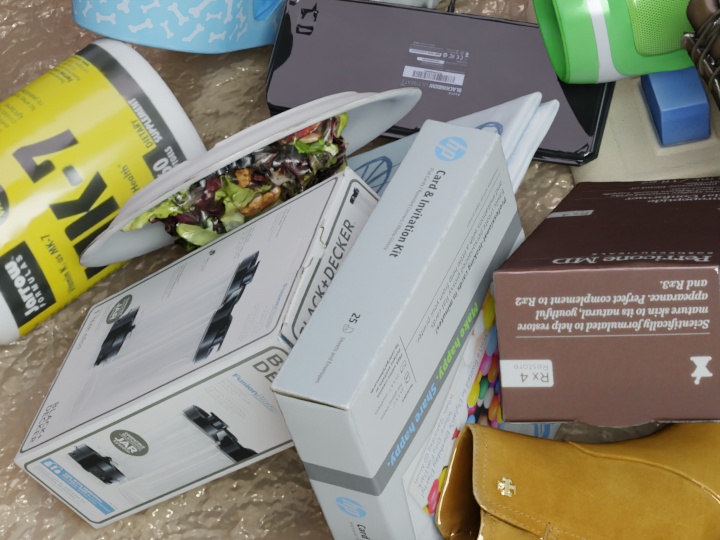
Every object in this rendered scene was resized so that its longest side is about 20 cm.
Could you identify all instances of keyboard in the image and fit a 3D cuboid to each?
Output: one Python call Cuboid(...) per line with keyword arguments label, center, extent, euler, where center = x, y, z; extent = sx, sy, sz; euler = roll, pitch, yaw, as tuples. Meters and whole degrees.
Cuboid(label="keyboard", center=(0.049, -0.130, 1.124), extent=(0.199, 0.021, 0.128), euler=(11, 78, 16))

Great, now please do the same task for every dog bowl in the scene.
Cuboid(label="dog bowl", center=(-0.102, -0.164, 1.177), extent=(0.111, 0.050, 0.200), euler=(15, 14, 14))

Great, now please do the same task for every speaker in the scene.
Cuboid(label="speaker", center=(0.193, -0.160, 1.053), extent=(0.199, 0.089, 0.089), euler=(-16, 46, -2))

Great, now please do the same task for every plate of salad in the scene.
Cuboid(label="plate of salad", center=(-0.053, -0.039, 1.042), extent=(0.199, 0.200, 0.048), euler=(-26, 86, -6))

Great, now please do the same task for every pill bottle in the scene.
Cuboid(label="pill bottle", center=(-0.190, -0.031, 1.111), extent=(0.200, 0.115, 0.114), euler=(-37, 49, -15))

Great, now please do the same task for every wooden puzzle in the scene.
Cuboid(label="wooden puzzle", center=(0.202, -0.130, 1.125), extent=(0.199, 0.046, 0.186), euler=(-15, 47, 4))

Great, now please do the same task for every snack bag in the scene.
Cuboid(label="snack bag", center=(0.000, 0.000, 1.030), extent=(0.188, 0.021, 0.200), euler=(-15, 37, 50))

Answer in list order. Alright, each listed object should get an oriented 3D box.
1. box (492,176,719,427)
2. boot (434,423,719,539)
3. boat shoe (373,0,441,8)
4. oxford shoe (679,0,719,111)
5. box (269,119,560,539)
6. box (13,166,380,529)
Cuboid(label="box", center=(0.130, 0.009, 0.921), extent=(0.100, 0.075, 0.200), euler=(-2, 15, 17))
Cuboid(label="boot", center=(0.110, 0.092, 0.892), extent=(0.143, 0.071, 0.202), euler=(26, 57, -14))
Cuboid(label="boat shoe", center=(0.030, -0.193, 1.216), extent=(0.065, 0.074, 0.201), euler=(-2, 50, 21))
Cuboid(label="oxford shoe", center=(0.184, -0.090, 0.935), extent=(0.084, 0.073, 0.201), euler=(28, 36, -17))
Cuboid(label="box", center=(0.034, 0.058, 0.901), extent=(0.041, 0.201, 0.156), euler=(13, 54, 25))
Cuboid(label="box", center=(-0.070, 0.041, 0.974), extent=(0.200, 0.060, 0.117), euler=(-27, 29, 38))
